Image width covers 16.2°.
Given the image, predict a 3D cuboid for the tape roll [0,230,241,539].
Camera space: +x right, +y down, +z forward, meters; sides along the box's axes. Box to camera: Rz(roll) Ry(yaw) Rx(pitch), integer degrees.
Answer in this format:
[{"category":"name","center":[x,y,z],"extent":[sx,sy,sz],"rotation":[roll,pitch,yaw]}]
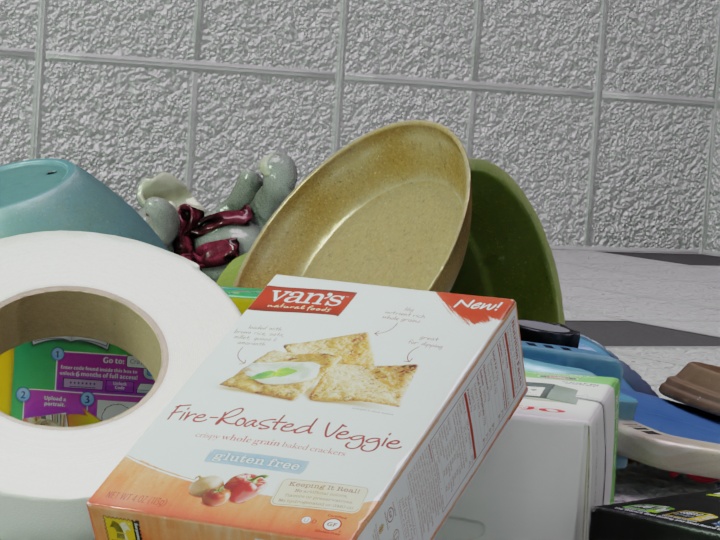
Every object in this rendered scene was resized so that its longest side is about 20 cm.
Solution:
[{"category":"tape roll","center":[-0.153,0.057,1.313],"extent":[0.202,0.037,0.203],"rotation":[2,42,-2]}]

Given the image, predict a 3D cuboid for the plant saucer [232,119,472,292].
[{"category":"plant saucer","center":[0.000,0.000,1.536],"extent":[0.035,0.201,0.200],"rotation":[40,-17,-31]}]

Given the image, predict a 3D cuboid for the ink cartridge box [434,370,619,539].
[{"category":"ink cartridge box","center":[0.059,0.102,1.350],"extent":[0.145,0.084,0.200],"rotation":[4,4,9]}]

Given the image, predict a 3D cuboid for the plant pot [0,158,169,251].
[{"category":"plant pot","center":[-0.203,0.010,1.563],"extent":[0.199,0.135,0.200],"rotation":[-11,21,4]}]

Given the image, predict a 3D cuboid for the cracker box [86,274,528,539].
[{"category":"cracker box","center":[-0.020,0.080,1.178],"extent":[0.133,0.058,0.200],"rotation":[5,33,25]}]

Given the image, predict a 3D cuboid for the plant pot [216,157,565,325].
[{"category":"plant pot","center":[0.007,0.039,1.675],"extent":[0.189,0.201,0.200],"rotation":[-9,-4,33]}]

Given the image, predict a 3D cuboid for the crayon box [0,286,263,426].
[{"category":"crayon box","center":[-0.112,0.067,1.428],"extent":[0.199,0.119,0.058],"rotation":[4,4,-2]}]

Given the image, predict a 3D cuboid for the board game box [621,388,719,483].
[{"category":"board game box","center":[0.197,0.114,1.636],"extent":[0.157,0.039,0.200],"rotation":[16,6,11]}]

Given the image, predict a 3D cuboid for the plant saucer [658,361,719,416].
[{"category":"plant saucer","center":[0.304,0.099,1.740],"extent":[0.199,0.030,0.200],"rotation":[16,3,-1]}]

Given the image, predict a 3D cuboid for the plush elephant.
[{"category":"plush elephant","center":[-0.165,-0.029,2.466],"extent":[0.154,0.165,0.200],"rotation":[16,-27,-12]}]

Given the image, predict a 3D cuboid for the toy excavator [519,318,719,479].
[{"category":"toy excavator","center":[0.138,0.095,1.482],"extent":[0.194,0.100,0.200],"rotation":[9,7,-27]}]

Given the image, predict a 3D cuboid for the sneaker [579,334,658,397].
[{"category":"sneaker","center":[0.126,0.081,1.867],"extent":[0.199,0.082,0.074],"rotation":[23,-19,15]}]

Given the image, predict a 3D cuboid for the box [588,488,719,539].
[{"category":"box","center":[0.244,0.143,1.233],"extent":[0.199,0.048,0.193],"rotation":[9,9,43]}]
